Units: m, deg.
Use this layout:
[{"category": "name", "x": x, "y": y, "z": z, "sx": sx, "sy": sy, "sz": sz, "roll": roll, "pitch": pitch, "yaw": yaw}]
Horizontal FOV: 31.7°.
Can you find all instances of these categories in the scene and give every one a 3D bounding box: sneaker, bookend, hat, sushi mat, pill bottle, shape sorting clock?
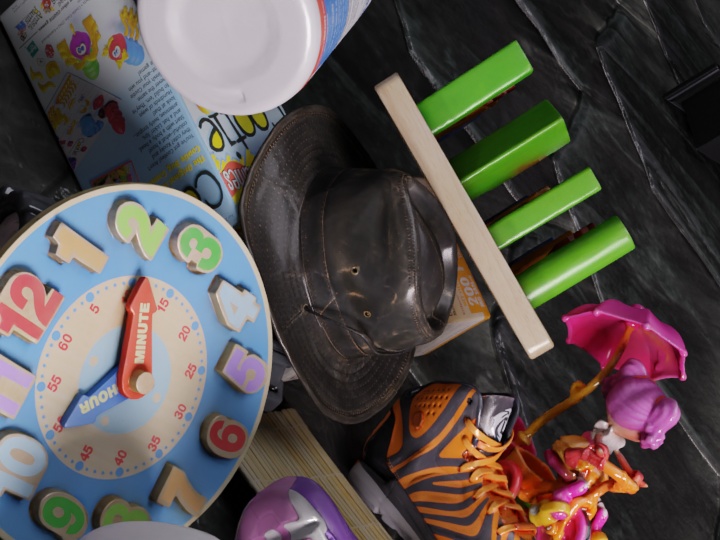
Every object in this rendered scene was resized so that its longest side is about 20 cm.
[{"category": "sneaker", "x": 0.011, "y": 0.189, "z": 0.649, "sx": 0.088, "sy": 0.080, "sz": 0.202, "roll": -34, "pitch": 97, "yaw": -44}, {"category": "sneaker", "x": 0.079, "y": 0.138, "z": 0.807, "sx": 0.199, "sy": 0.113, "sz": 0.077, "roll": 36, "pitch": 10, "yaw": 38}, {"category": "bookend", "x": 0.550, "y": -0.163, "z": 1.829, "sx": 0.198, "sy": 0.092, "sz": 0.202, "roll": 19, "pitch": 50, "yaw": -44}, {"category": "hat", "x": 0.013, "y": -0.009, "z": 0.784, "sx": 0.200, "sy": 0.080, "sz": 0.203, "roll": 19, "pitch": 67, "yaw": -54}, {"category": "sushi mat", "x": -0.014, "y": 0.156, "z": 0.768, "sx": 0.200, "sy": 0.012, "sz": 0.095, "roll": 49, "pitch": 24, "yaw": 27}, {"category": "pill bottle", "x": -0.050, "y": -0.184, "z": 0.782, "sx": 0.112, "sy": 0.112, "sz": 0.201, "roll": 49, "pitch": 31, "yaw": -14}, {"category": "shape sorting clock", "x": -0.122, "y": 0.056, "z": 0.659, "sx": 0.198, "sy": 0.039, "sz": 0.203, "roll": -8, "pitch": 103, "yaw": -40}]

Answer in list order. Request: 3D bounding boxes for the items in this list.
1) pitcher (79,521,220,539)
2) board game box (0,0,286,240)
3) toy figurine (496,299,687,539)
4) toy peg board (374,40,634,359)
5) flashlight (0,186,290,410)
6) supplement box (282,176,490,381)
[{"category": "pitcher", "x": -0.078, "y": 0.225, "z": 0.564, "sx": 0.169, "sy": 0.122, "sz": 0.202, "roll": 11, "pitch": 52, "yaw": -12}, {"category": "board game box", "x": -0.125, "y": -0.103, "z": 0.814, "sx": 0.103, "sy": 0.104, "sz": 0.202, "roll": -16, "pitch": 78, "yaw": -58}, {"category": "toy figurine", "x": 0.158, "y": 0.110, "z": 0.897, "sx": 0.150, "sy": 0.184, "sz": 0.201, "roll": 33, "pitch": 17, "yaw": -33}, {"category": "toy peg board", "x": 0.104, "y": -0.059, "z": 0.894, "sx": 0.202, "sy": 0.097, "sz": 0.199, "roll": 60, "pitch": 5, "yaw": -1}, {"category": "flashlight", "x": -0.128, "y": 0.019, "z": 0.729, "sx": 0.199, "sy": 0.068, "sz": 0.069, "roll": 26, "pitch": 79, "yaw": -42}, {"category": "supplement box", "x": 0.000, "y": 0.000, "z": 0.931, "sx": 0.199, "sy": 0.073, "sz": 0.127, "roll": -5, "pitch": 68, "yaw": -56}]
